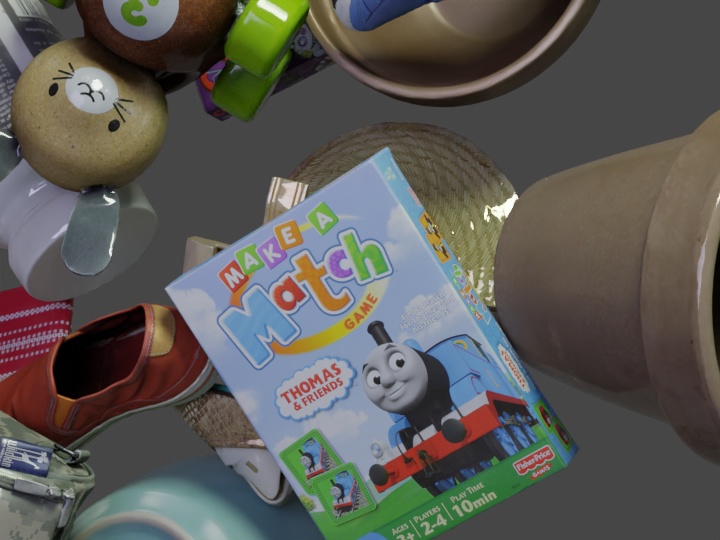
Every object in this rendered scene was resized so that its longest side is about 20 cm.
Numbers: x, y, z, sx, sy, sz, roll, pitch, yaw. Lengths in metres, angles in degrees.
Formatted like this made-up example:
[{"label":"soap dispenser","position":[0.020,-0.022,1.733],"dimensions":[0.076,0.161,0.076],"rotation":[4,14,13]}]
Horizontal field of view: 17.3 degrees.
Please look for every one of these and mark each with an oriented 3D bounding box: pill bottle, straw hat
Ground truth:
[{"label":"pill bottle","position":[-0.217,-0.086,1.508],"dimensions":[0.116,0.116,0.200],"rotation":[-39,67,13]},{"label":"straw hat","position":[0.000,0.000,1.412],"dimensions":[0.201,0.085,0.201],"rotation":[-5,78,24]}]

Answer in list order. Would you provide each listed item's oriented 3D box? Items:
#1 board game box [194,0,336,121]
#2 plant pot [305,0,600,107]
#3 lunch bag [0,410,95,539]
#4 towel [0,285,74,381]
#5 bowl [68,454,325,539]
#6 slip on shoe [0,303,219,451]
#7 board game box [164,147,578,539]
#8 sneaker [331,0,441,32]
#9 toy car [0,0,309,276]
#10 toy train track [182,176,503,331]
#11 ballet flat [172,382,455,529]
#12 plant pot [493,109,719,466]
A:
[{"label":"board game box","position":[-0.073,-0.210,1.519],"dimensions":[0.120,0.032,0.200],"rotation":[-27,70,22]},{"label":"plant pot","position":[0.066,-0.190,1.416],"dimensions":[0.200,0.093,0.201],"rotation":[-4,79,24]},{"label":"lunch bag","position":[-0.256,0.167,1.377],"dimensions":[0.167,0.139,0.200],"rotation":[22,100,10]},{"label":"towel","position":[-0.247,0.102,1.503],"dimensions":[0.144,0.022,0.200],"rotation":[-14,57,24]},{"label":"bowl","position":[-0.114,0.204,1.414],"dimensions":[0.200,0.105,0.201],"rotation":[-5,77,23]},{"label":"slip on shoe","position":[-0.171,0.065,1.416],"dimensions":[0.200,0.061,0.074],"rotation":[-22,54,34]},{"label":"board game box","position":[0.005,0.055,1.327],"dimensions":[0.151,0.037,0.200],"rotation":[-31,93,24]},{"label":"sneaker","position":[0.071,-0.188,1.320],"dimensions":[0.200,0.076,0.077],"rotation":[-32,65,17]},{"label":"toy car","position":[-0.153,-0.104,1.390],"dimensions":[0.164,0.158,0.200],"rotation":[31,73,0]},{"label":"toy train track","position":[-0.015,0.014,1.356],"dimensions":[0.200,0.033,0.115],"rotation":[13,104,21]},{"label":"ballet flat","position":[-0.025,0.112,1.396],"dimensions":[0.200,0.071,0.065],"rotation":[10,78,16]},{"label":"plant pot","position":[0.172,0.008,1.295],"dimensions":[0.174,0.200,0.201],"rotation":[2,80,42]}]
